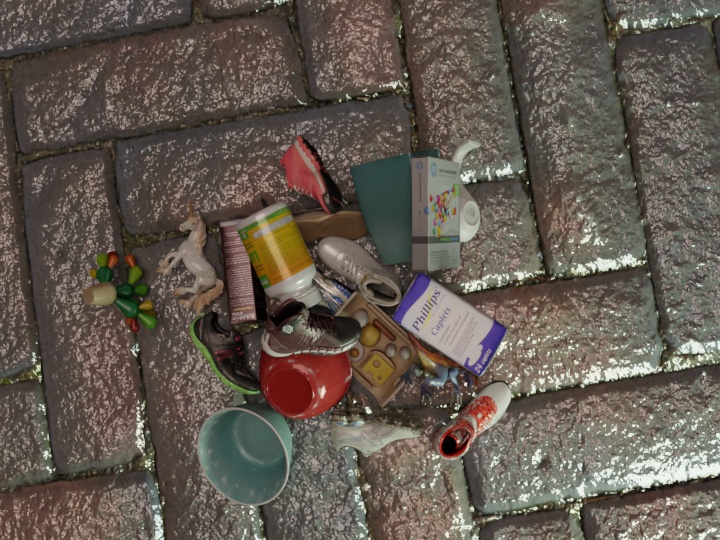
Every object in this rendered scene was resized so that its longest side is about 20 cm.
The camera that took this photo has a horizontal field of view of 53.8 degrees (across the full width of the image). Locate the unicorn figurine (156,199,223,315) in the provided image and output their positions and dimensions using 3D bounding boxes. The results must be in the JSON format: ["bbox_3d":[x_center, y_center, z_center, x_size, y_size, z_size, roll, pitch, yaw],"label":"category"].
[{"bbox_3d":[-0.354,-0.021,1.479,0.136,0.074,0.202,-35,99,-9],"label":"unicorn figurine"}]

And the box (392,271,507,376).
[{"bbox_3d":[0.168,0.100,1.378,0.197,0.184,0.106,32,90,4],"label":"box"}]

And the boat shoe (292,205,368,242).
[{"bbox_3d":[-0.073,-0.101,1.463,0.194,0.065,0.073,-9,129,-9],"label":"boat shoe"}]

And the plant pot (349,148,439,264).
[{"bbox_3d":[0.086,-0.123,1.406,0.138,0.141,0.206,-7,98,30],"label":"plant pot"}]

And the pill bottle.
[{"bbox_3d":[-0.151,-0.019,1.365,0.109,0.111,0.204,-25,95,1],"label":"pill bottle"}]

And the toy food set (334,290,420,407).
[{"bbox_3d":[0.018,0.159,1.423,0.199,0.060,0.144,42,101,-2],"label":"toy food set"}]

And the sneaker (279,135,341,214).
[{"bbox_3d":[-0.105,-0.180,1.456,0.086,0.073,0.203,-37,58,14],"label":"sneaker"}]

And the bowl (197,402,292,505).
[{"bbox_3d":[-0.213,0.345,1.407,0.195,0.105,0.207,5,106,17],"label":"bowl"}]

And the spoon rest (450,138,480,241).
[{"bbox_3d":[0.209,-0.161,1.451,0.098,0.060,0.206,10,82,-38],"label":"spoon rest"}]

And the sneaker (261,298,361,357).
[{"bbox_3d":[-0.085,0.099,1.313,0.195,0.117,0.077,-8,49,-17],"label":"sneaker"}]

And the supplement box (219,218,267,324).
[{"bbox_3d":[-0.237,0.005,1.445,0.059,0.109,0.206,-8,85,3],"label":"supplement box"}]

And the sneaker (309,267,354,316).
[{"bbox_3d":[-0.104,0.036,1.454,0.197,0.077,0.086,33,93,5],"label":"sneaker"}]

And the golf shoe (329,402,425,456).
[{"bbox_3d":[0.034,0.329,1.439,0.194,0.078,0.100,4,105,8],"label":"golf shoe"}]

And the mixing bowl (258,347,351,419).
[{"bbox_3d":[-0.122,0.213,1.392,0.194,0.109,0.206,4,109,12],"label":"mixing bowl"}]

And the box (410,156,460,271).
[{"bbox_3d":[0.144,-0.105,1.337,0.040,0.155,0.206,0,93,30],"label":"box"}]

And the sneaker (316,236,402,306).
[{"bbox_3d":[0.000,0.000,1.407,0.197,0.116,0.075,30,99,-4],"label":"sneaker"}]

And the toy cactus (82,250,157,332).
[{"bbox_3d":[-0.499,0.046,1.438,0.101,0.164,0.203,-34,80,21],"label":"toy cactus"}]

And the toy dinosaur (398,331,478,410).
[{"bbox_3d":[0.168,0.196,1.380,0.104,0.179,0.205,24,121,36],"label":"toy dinosaur"}]

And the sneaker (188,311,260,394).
[{"bbox_3d":[-0.270,0.169,1.453,0.083,0.077,0.201,-40,86,4],"label":"sneaker"}]

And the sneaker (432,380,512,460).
[{"bbox_3d":[0.226,0.299,1.400,0.200,0.108,0.068,-39,85,0],"label":"sneaker"}]
